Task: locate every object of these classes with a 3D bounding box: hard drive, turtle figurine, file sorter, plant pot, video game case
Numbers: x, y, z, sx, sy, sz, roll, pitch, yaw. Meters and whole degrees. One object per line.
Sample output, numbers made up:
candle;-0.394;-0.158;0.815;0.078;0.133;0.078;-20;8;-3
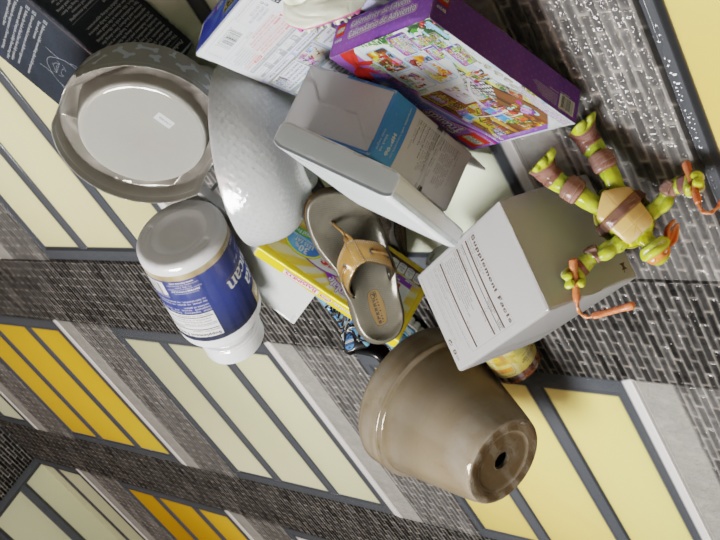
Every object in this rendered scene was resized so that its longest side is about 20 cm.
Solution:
hard drive;0.013;-0.078;1.019;0.131;0.027;0.200;27;179;24
turtle figurine;0.247;-0.067;0.995;0.162;0.200;0.064;50;-165;6
file sorter;-0.115;-0.060;1.336;0.199;0.125;0.139;36;151;-2
plant pot;0.123;0.200;1.344;0.173;0.199;0.201;33;157;45
video game case;-0.039;-0.234;1.028;0.179;0.046;0.199;21;155;-25

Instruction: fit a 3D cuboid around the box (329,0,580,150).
box;0.088;-0.181;0.979;0.199;0.040;0.136;27;158;-36

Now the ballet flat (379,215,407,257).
ballet flat;0.031;-0.059;1.282;0.067;0.047;0.201;20;152;16

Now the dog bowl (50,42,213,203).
dog bowl;-0.239;-0.165;1.180;0.197;0.059;0.202;0;139;0

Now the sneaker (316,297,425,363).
sneaker;-0.004;0.065;1.434;0.199;0.090;0.078;38;150;-3

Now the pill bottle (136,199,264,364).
pill bottle;-0.184;0.021;1.286;0.110;0.112;0.201;15;146;29

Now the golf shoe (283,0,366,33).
golf shoe;0.017;-0.273;0.880;0.075;0.198;0.092;-110;-4;-66

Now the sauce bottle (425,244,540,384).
sauce bottle;0.146;0.052;1.295;0.066;0.066;0.201;-8;128;49

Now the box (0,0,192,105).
box;-0.323;-0.270;1.265;0.199;0.108;0.148;41;148;-9

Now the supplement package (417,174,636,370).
supplement package;0.168;0.006;1.114;0.121;0.120;0.200;66;152;13

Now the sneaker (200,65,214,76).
sneaker;-0.226;-0.159;1.301;0.079;0.131;0.200;39;149;-6

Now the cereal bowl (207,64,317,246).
cereal bowl;-0.096;-0.132;1.161;0.082;0.202;0.201;-8;137;9

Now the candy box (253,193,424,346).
candy box;-0.018;-0.006;1.254;0.199;0.103;0.026;33;154;-4

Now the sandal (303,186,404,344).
sandal;0.000;0.000;1.168;0.055;0.081;0.202;-120;11;-67

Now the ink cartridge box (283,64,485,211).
ink cartridge box;0.030;-0.123;1.066;0.115;0.069;0.199;24;178;36
